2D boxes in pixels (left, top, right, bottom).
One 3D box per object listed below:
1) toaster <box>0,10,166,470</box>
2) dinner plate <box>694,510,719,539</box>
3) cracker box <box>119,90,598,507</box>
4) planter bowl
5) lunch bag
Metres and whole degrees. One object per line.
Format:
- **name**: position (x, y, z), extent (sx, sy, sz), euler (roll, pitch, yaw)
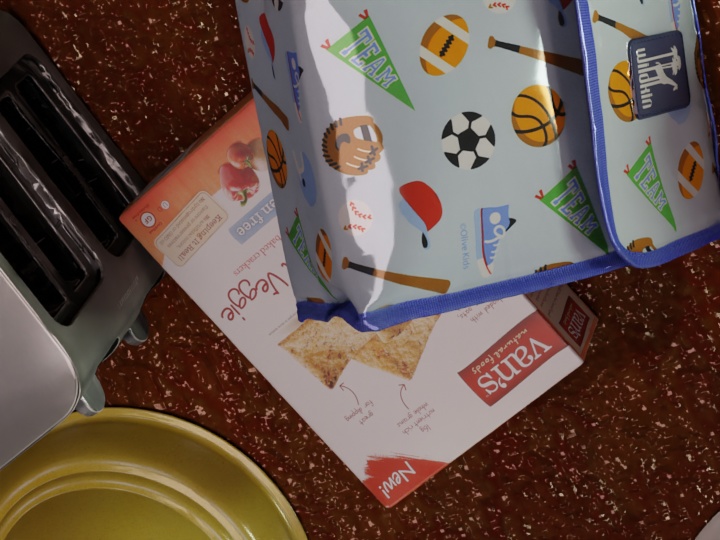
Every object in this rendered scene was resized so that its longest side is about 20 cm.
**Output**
- **toaster**: position (-0.193, -0.016, 1.100), extent (0.119, 0.181, 0.200), euler (-32, 102, 21)
- **dinner plate**: position (0.254, 0.189, 1.154), extent (0.199, 0.024, 0.201), euler (5, 112, 12)
- **cracker box**: position (0.000, 0.000, 1.121), extent (0.134, 0.058, 0.200), euler (-40, 99, 25)
- **planter bowl**: position (-0.129, 0.180, 1.215), extent (0.200, 0.083, 0.201), euler (6, 113, 13)
- **lunch bag**: position (0.062, -0.075, 1.014), extent (0.199, 0.124, 0.171), euler (-12, 98, -18)
